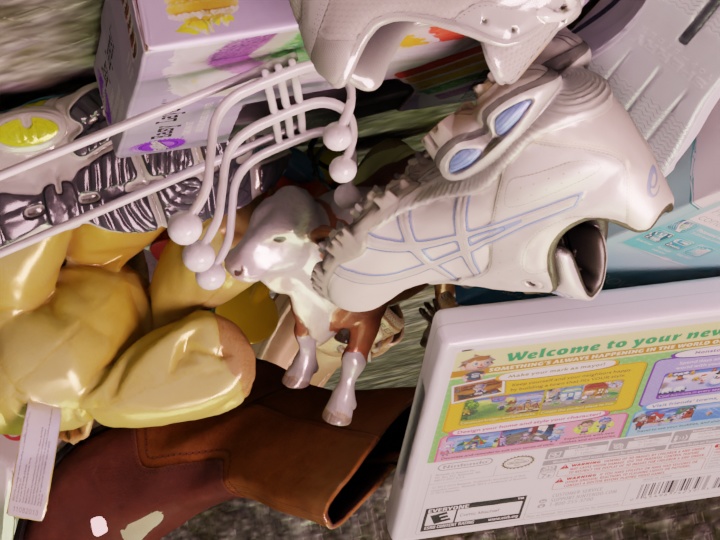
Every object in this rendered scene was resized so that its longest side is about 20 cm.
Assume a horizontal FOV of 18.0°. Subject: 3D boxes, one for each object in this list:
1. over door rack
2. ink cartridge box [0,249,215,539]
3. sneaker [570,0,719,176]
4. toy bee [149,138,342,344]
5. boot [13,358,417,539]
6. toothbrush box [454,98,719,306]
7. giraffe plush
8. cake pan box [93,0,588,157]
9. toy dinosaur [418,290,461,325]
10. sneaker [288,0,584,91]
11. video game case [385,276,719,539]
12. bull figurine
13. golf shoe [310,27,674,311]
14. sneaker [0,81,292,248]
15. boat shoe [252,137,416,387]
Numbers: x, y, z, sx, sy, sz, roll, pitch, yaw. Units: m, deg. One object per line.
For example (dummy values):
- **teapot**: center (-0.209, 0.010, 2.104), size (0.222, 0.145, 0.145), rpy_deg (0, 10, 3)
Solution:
- **over door rack**: center (-0.097, -0.026, 0.913), size (0.200, 0.067, 0.148), rpy_deg (-11, 172, -1)
- **ink cartridge box**: center (-0.177, 0.070, 1.339), size (0.145, 0.084, 0.200), rpy_deg (33, -138, 29)
- **sneaker**: center (0.126, -0.094, 0.939), size (0.200, 0.073, 0.071), rpy_deg (-44, -171, 45)
- **toy bee**: center (-0.031, -0.012, 1.258), size (0.131, 0.109, 0.200), rpy_deg (-54, -161, -11)
- **boot**: center (-0.068, 0.118, 1.189), size (0.188, 0.069, 0.200), rpy_deg (-35, -155, -30)
- **toothbrush box**: center (0.159, -0.038, 1.041), size (0.146, 0.085, 0.200), rpy_deg (15, 151, -42)
- **giraffe plush**: center (-0.141, 0.029, 1.197), size (0.172, 0.200, 0.162), rpy_deg (27, 177, -4)
- **cake pan box**: center (-0.012, -0.100, 0.932), size (0.184, 0.052, 0.200), rpy_deg (-8, 172, -12)
- **toy dinosaur**: center (0.096, 0.047, 1.141), size (0.200, 0.058, 0.101), rpy_deg (17, -159, -35)
- **sneaker**: center (0.067, -0.114, 0.785), size (0.200, 0.092, 0.076), rpy_deg (-14, 173, 13)
- **video game case**: center (0.119, 0.064, 1.071), size (0.200, 0.022, 0.182), rpy_deg (-6, 146, -12)
- **bull figurine**: center (0.000, 0.000, 1.132), size (0.065, 0.121, 0.200), rpy_deg (22, -155, 24)
- **golf shoe**: center (0.051, -0.013, 0.945), size (0.078, 0.097, 0.200), rpy_deg (-43, -179, -35)
- **sneaker**: center (-0.132, -0.057, 1.063), size (0.200, 0.078, 0.080), rpy_deg (-9, -166, -8)
- **boat shoe**: center (-0.007, 0.022, 1.336), size (0.065, 0.200, 0.071), rpy_deg (32, -170, 19)
